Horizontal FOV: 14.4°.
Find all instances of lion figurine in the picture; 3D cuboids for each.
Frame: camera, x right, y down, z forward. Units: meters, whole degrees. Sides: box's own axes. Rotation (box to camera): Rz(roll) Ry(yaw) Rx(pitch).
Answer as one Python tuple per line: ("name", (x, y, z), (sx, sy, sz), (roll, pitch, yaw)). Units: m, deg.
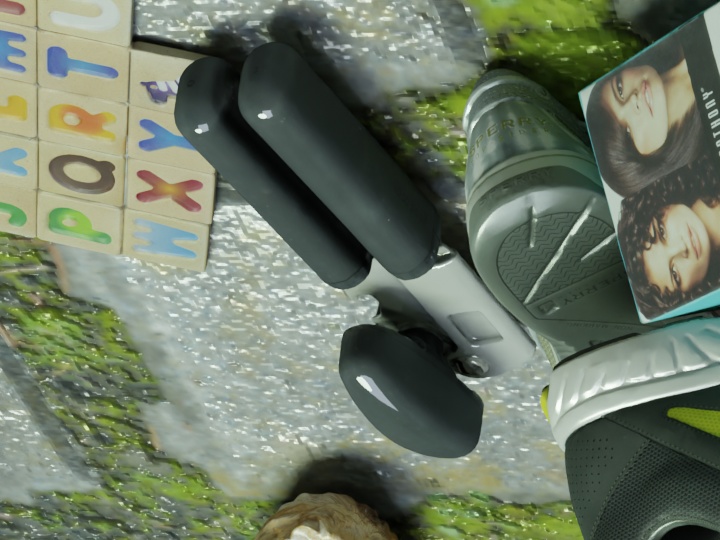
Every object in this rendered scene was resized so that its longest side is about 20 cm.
("lion figurine", (0.016, 0.157, 1.262), (0.199, 0.073, 0.122), (20, 136, -38))

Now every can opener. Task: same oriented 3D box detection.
("can opener", (0.000, 0.000, 1.017), (0.053, 0.067, 0.200), (-9, 145, 29))

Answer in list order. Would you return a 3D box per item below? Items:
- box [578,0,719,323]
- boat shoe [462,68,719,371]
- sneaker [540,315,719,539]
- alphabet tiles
("box", (0.139, -0.048, 0.839), (0.049, 0.083, 0.200), (-11, 170, -26))
("boat shoe", (0.089, 0.005, 1.013), (0.074, 0.065, 0.202), (-24, 142, 16))
("sneaker", (0.151, 0.050, 0.893), (0.199, 0.085, 0.074), (-20, 158, 35))
("alphabet tiles", (-0.130, -0.070, 1.010), (0.166, 0.008, 0.200), (12, 147, 1))
